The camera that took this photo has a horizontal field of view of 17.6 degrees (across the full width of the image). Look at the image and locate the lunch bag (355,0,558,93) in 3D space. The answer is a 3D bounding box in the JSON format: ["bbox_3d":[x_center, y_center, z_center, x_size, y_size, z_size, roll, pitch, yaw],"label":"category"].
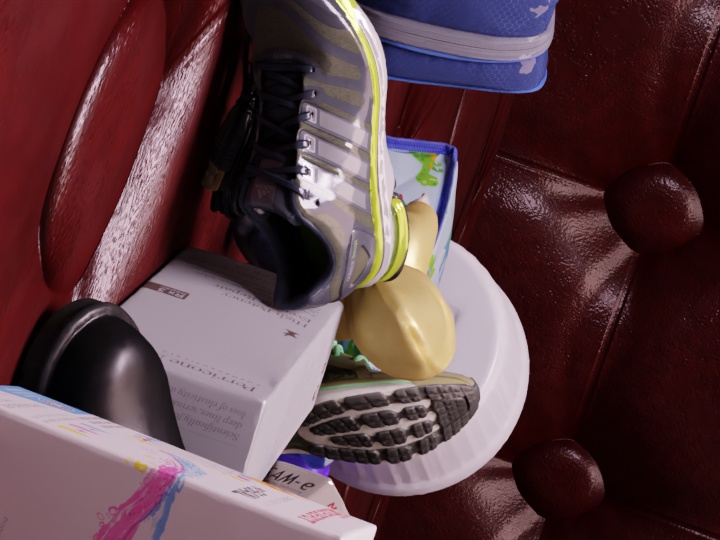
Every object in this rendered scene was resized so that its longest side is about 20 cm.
[{"bbox_3d":[0.044,-0.191,1.293,0.201,0.135,0.133,-93,-165,-54],"label":"lunch bag"}]

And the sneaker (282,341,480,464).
[{"bbox_3d":[-0.028,0.061,1.376,0.077,0.199,0.089,77,13,-54],"label":"sneaker"}]

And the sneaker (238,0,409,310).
[{"bbox_3d":[-0.028,-0.068,1.227,0.081,0.074,0.201,-40,124,-44],"label":"sneaker"}]

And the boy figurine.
[{"bbox_3d":[0.000,0.000,1.369,0.124,0.200,0.065,-37,123,-11],"label":"boy figurine"}]

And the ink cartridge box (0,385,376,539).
[{"bbox_3d":[-0.087,0.138,0.945,0.129,0.199,0.126,27,82,-83],"label":"ink cartridge box"}]

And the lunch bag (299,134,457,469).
[{"bbox_3d":[-0.010,0.023,1.625,0.170,0.127,0.201,95,6,-68],"label":"lunch bag"}]

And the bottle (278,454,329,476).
[{"bbox_3d":[-0.086,0.212,1.734,0.065,0.083,0.201,-51,160,-73],"label":"bottle"}]

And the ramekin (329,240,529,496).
[{"bbox_3d":[0.027,0.063,1.773,0.098,0.199,0.201,67,42,-69],"label":"ramekin"}]

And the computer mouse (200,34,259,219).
[{"bbox_3d":[-0.045,-0.085,1.362,0.200,0.044,0.110,-22,131,-82],"label":"computer mouse"}]

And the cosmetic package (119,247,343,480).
[{"bbox_3d":[-0.081,0.055,1.223,0.200,0.101,0.074,-54,162,-74],"label":"cosmetic package"}]

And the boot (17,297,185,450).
[{"bbox_3d":[-0.065,0.119,1.045,0.079,0.157,0.212,-33,123,-48],"label":"boot"}]

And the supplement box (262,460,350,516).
[{"bbox_3d":[-0.077,0.207,1.191,0.200,0.127,0.073,-35,-161,-21],"label":"supplement box"}]
